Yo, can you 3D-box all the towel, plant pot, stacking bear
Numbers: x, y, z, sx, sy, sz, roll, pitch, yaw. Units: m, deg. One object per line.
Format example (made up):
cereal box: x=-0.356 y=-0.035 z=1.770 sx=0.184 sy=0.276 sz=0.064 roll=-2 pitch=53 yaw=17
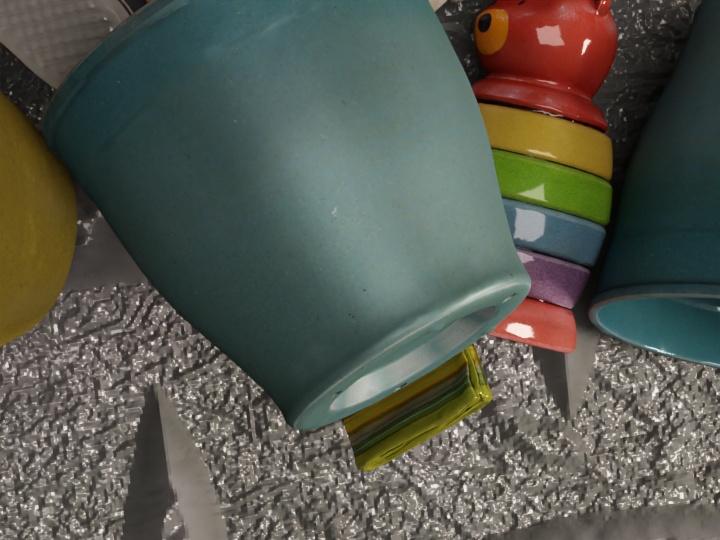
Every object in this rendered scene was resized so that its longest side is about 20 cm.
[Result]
towel: x=0.000 y=0.000 z=1.160 sx=0.086 sy=0.018 sz=0.201 roll=-32 pitch=64 yaw=25
plant pot: x=0.237 y=-0.051 z=1.213 sx=0.199 sy=0.200 sz=0.189 roll=13 pitch=78 yaw=-16
plant pot: x=-0.020 y=-0.036 z=1.056 sx=0.199 sy=0.200 sz=0.189 roll=-29 pitch=79 yaw=-10
plant pot: x=-0.228 y=-0.026 z=1.099 sx=0.142 sy=0.200 sz=0.201 roll=12 pitch=93 yaw=-42
stacking bear: x=0.088 y=-0.064 z=1.207 sx=0.113 sy=0.121 sz=0.201 roll=14 pitch=89 yaw=-26

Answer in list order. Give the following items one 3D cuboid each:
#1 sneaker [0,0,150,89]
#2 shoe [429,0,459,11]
sneaker: x=-0.180 y=-0.165 z=1.117 sx=0.200 sy=0.079 sz=0.078 roll=46 pitch=113 yaw=6
shoe: x=0.091 y=-0.195 z=1.211 sx=0.200 sy=0.070 sz=0.053 roll=-44 pitch=98 yaw=-9
